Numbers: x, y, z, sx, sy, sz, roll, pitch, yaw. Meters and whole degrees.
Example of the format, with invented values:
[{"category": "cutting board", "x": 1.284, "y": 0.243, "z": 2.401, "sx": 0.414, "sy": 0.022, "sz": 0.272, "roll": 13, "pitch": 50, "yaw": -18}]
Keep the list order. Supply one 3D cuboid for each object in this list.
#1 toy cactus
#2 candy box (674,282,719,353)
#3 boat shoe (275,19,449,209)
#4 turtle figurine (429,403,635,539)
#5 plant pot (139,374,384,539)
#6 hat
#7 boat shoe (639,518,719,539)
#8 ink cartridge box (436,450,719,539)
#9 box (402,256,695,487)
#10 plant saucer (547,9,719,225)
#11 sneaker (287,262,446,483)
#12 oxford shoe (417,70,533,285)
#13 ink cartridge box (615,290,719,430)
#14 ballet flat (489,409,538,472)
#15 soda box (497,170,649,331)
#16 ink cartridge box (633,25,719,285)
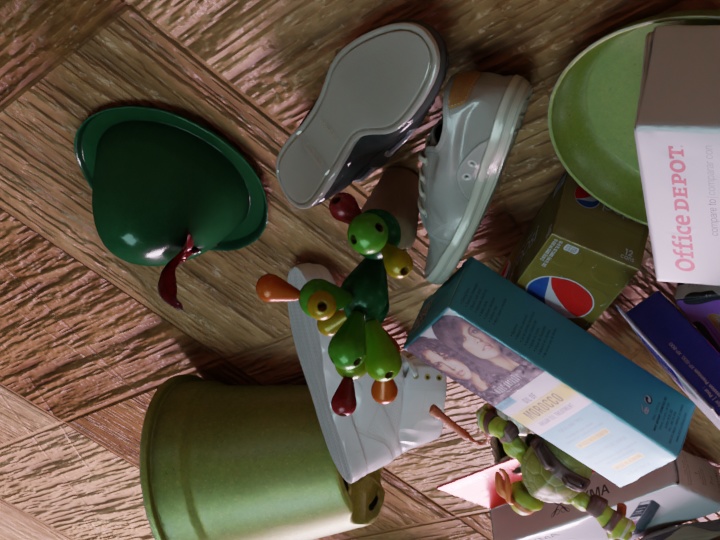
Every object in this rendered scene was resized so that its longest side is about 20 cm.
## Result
[{"category": "toy cactus", "x": 0.000, "y": 0.000, "z": 0.944, "sx": 0.101, "sy": 0.166, "sz": 0.201, "roll": 10, "pitch": 146, "yaw": 15}, {"category": "candy box", "x": 0.343, "y": 0.026, "z": 0.895, "sx": 0.199, "sy": 0.072, "sz": 0.168, "roll": -12, "pitch": 136, "yaw": 40}, {"category": "boat shoe", "x": 0.007, "y": -0.109, "z": 0.895, "sx": 0.067, "sy": 0.057, "sz": 0.200, "roll": 57, "pitch": 141, "yaw": 7}, {"category": "turtle figurine", "x": 0.159, "y": 0.140, "z": 1.071, "sx": 0.200, "sy": 0.064, "sz": 0.162, "roll": 42, "pitch": 110, "yaw": 11}, {"category": "plant pot", "x": -0.081, "y": 0.184, "z": 1.265, "sx": 0.183, "sy": 0.202, "sz": 0.201, "roll": -11, "pitch": 139, "yaw": 21}, {"category": "hat", "x": -0.172, "y": -0.010, "z": 1.005, "sx": 0.164, "sy": 0.177, "sz": 0.201, "roll": 14, "pitch": 147, "yaw": 8}, {"category": "boat shoe", "x": 0.348, "y": 0.254, "z": 1.191, "sx": 0.199, "sy": 0.072, "sz": 0.076, "roll": -20, "pitch": 153, "yaw": 20}, {"category": "ink cartridge box", "x": 0.197, "y": 0.203, "z": 1.185, "sx": 0.199, "sy": 0.044, "sz": 0.173, "roll": -27, "pitch": 144, "yaw": 33}, {"category": "box", "x": 0.136, "y": 0.076, "z": 0.965, "sx": 0.199, "sy": 0.049, "sz": 0.082, "roll": 32, "pitch": 147, "yaw": -7}, {"category": "plant saucer", "x": 0.216, "y": -0.092, "z": 0.822, "sx": 0.198, "sy": 0.031, "sz": 0.201, "roll": 13, "pitch": 146, "yaw": 9}, {"category": "sneaker", "x": 0.011, "y": 0.071, "z": 1.144, "sx": 0.074, "sy": 0.115, "sz": 0.202, "roll": 33, "pitch": 142, "yaw": 62}, {"category": "oxford shoe", "x": 0.066, "y": -0.064, "z": 0.905, "sx": 0.057, "sy": 0.076, "sz": 0.201, "roll": 21, "pitch": 144, "yaw": 6}, {"category": "ink cartridge box", "x": 0.236, "y": 0.069, "z": 0.938, "sx": 0.095, "sy": 0.037, "sz": 0.200, "roll": 50, "pitch": -172, "yaw": 24}, {"category": "ballet flat", "x": 0.143, "y": 0.127, "z": 1.156, "sx": 0.071, "sy": 0.072, "sz": 0.201, "roll": 11, "pitch": 146, "yaw": 12}, {"category": "soda box", "x": 0.142, "y": 0.011, "z": 0.982, "sx": 0.067, "sy": 0.064, "sz": 0.200, "roll": 22, "pitch": 148, "yaw": -3}, {"category": "ink cartridge box", "x": 0.260, "y": -0.059, "z": 0.743, "sx": 0.198, "sy": 0.084, "sz": 0.146, "roll": 4, "pitch": 144, "yaw": 22}]
